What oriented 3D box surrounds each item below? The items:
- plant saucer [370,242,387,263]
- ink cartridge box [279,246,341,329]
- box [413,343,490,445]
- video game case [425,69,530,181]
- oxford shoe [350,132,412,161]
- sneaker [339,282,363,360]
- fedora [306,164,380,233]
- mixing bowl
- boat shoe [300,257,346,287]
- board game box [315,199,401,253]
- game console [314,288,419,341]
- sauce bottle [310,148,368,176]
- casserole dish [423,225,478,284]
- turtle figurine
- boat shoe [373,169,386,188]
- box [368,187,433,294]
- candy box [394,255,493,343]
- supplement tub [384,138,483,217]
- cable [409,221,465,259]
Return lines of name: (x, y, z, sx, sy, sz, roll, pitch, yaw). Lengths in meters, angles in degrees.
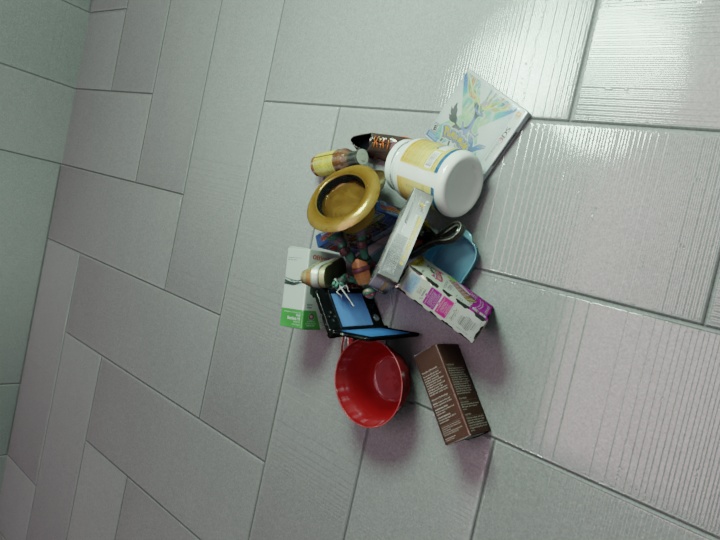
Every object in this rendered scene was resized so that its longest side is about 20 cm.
plant saucer: (0.079, -0.043, 1.495, 0.199, 0.019, 0.071, -36, 63, 32)
ink cartridge box: (-0.125, 0.048, 1.568, 0.082, 0.145, 0.206, 5, 88, 37)
box: (0.198, 0.265, 1.309, 0.074, 0.099, 0.204, -30, 66, 32)
video game case: (0.261, -0.330, 1.377, 0.200, 0.022, 0.184, 48, 114, 33)
oxford shoe: (0.059, -0.307, 1.506, 0.197, 0.072, 0.073, 12, 91, 39)
sneaker: (-0.030, 0.126, 1.526, 0.081, 0.077, 0.205, -15, 70, 46)
fedora: (-0.027, -0.145, 1.360, 0.197, 0.082, 0.204, -19, 46, 21)
mixing bowl: (0.046, 0.261, 1.425, 0.197, 0.107, 0.206, -3, 85, 38)
boat shoe: (-0.087, 0.005, 1.489, 0.067, 0.200, 0.077, 1, 91, 16)
board game box: (0.003, -0.102, 1.488, 0.198, 0.134, 0.035, -29, 65, 32)
game console: (0.016, 0.100, 1.407, 0.116, 0.198, 0.179, -36, 65, 34)
sauce bottle: (-0.055, -0.284, 1.581, 0.198, 0.065, 0.068, 6, 88, 52)
casserole dish: (0.196, -0.005, 1.382, 0.121, 0.038, 0.202, 44, 112, 33)
turtle figurine: (0.000, 0.000, 1.420, 0.147, 0.101, 0.204, -21, 97, 7)
boat shoe: (0.021, -0.210, 1.486, 0.200, 0.070, 0.067, -136, 36, -70)
box: (0.085, -0.059, 1.301, 0.047, 0.158, 0.204, 24, 77, -2)
candy box: (0.181, 0.056, 1.281, 0.198, 0.136, 0.062, 35, 108, 10)
supplement tub: (0.161, -0.214, 1.359, 0.199, 0.143, 0.148, 29, 103, 45)
cable: (0.153, -0.074, 1.350, 0.098, 0.050, 0.199, -55, 17, -13)
